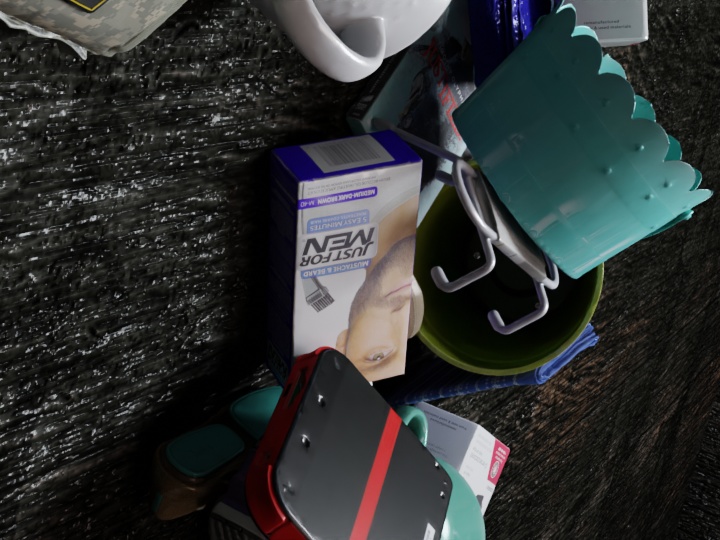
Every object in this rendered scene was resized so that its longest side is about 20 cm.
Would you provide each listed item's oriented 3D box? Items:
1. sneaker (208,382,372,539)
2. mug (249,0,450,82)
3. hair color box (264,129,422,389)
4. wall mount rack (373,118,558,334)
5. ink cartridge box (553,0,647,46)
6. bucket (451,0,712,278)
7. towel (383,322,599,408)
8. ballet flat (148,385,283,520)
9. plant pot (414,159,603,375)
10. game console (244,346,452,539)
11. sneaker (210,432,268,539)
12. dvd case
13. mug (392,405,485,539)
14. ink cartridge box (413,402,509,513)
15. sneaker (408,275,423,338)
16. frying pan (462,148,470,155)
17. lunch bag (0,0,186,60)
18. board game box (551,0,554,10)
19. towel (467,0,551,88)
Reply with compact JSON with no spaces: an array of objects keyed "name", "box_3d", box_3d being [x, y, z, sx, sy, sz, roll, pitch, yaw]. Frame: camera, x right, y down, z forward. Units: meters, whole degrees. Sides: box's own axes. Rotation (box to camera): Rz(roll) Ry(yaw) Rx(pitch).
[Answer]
[{"name":"sneaker","box_3d":[-0.054,0.175,1.226,0.201,0.072,0.115,-51,151,-15]},{"name":"mug","box_3d":[-0.028,-0.210,0.866,0.175,0.146,0.203,33,43,-55]},{"name":"hair color box","box_3d":[-0.016,-0.003,1.125,0.108,0.065,0.202,-12,126,-23]},{"name":"wall mount rack","box_3d":[0.089,-0.047,1.163,0.200,0.074,0.176,34,34,-55]},{"name":"ink cartridge box","box_3d":[0.220,-0.312,1.308,0.145,0.082,0.203,-44,132,-80]},{"name":"bucket","box_3d":[0.180,-0.104,1.166,0.134,0.209,0.207,-37,160,15]},{"name":"towel","box_3d":[0.129,0.101,1.414,0.144,0.198,0.024,-29,101,-53]},{"name":"ballet flat","box_3d":[-0.102,0.150,1.120,0.199,0.068,0.073,-25,150,-57]},{"name":"plant pot","box_3d":[0.150,-0.006,1.394,0.193,0.198,0.203,-6,114,-75]},{"name":"game console","box_3d":[-0.004,0.167,1.056,0.177,0.031,0.201,50,30,-18]},{"name":"sneaker","box_3d":[-0.038,0.186,1.115,0.088,0.075,0.200,-64,153,-11]},{"name":"dvd case","box_3d":[0.066,-0.159,1.252,0.201,0.022,0.147,-58,142,-26]},{"name":"mug","box_3d":[0.025,0.244,1.363,0.151,0.187,0.114,-36,162,23]},{"name":"ink cartridge box","box_3d":[0.076,0.262,1.536,0.202,0.082,0.145,-67,155,-9]},{"name":"sneaker","box_3d":[0.000,0.000,1.231,0.075,0.070,0.201,-38,138,-22]},{"name":"frying pan","box_3d":[0.113,-0.192,1.353,0.115,0.031,0.192,-54,153,-37]},{"name":"lunch bag","box_3d":[-0.137,-0.213,0.715,0.164,0.117,0.202,14,101,-65]},{"name":"board game box","box_3d":[0.193,-0.223,1.440,0.127,0.034,0.202,-52,138,-35]},{"name":"towel","box_3d":[0.144,-0.266,1.273,0.147,0.049,0.203,-20,109,-59]}]
